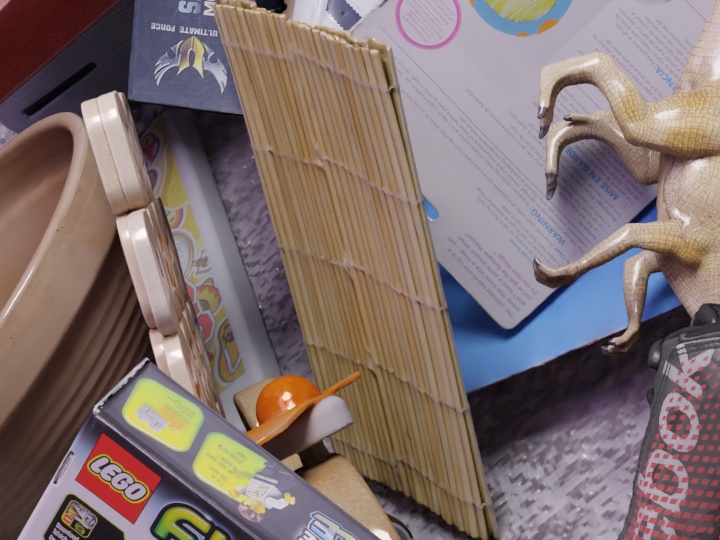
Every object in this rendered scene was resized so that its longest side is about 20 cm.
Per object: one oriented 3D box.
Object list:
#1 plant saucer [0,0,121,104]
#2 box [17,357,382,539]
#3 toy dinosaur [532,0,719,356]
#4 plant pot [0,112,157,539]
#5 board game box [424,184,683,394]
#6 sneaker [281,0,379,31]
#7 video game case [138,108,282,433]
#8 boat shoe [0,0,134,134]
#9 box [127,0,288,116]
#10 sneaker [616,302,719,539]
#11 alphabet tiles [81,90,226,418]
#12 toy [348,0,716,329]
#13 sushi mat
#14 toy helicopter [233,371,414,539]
[{"bbox_3d":[-0.108,-0.151,1.056,0.199,0.037,0.200,-35,20,36],"label":"plant saucer"},{"bbox_3d":[-0.017,0.130,0.760,0.110,0.200,0.035,-56,-7,36],"label":"box"},{"bbox_3d":[0.109,-0.042,0.808,0.101,0.058,0.201,2,86,7],"label":"toy dinosaur"},{"bbox_3d":[-0.140,0.044,0.980,0.201,0.093,0.201,-42,23,23],"label":"plant pot"},{"bbox_3d":[0.082,-0.030,0.903,0.200,0.039,0.159,-25,49,35],"label":"board game box"},{"bbox_3d":[0.030,-0.095,0.911,0.108,0.070,0.201,8,98,12],"label":"sneaker"},{"bbox_3d":[-0.120,0.050,1.065,0.182,0.023,0.200,-40,41,17],"label":"video game case"},{"bbox_3d":[-0.099,-0.128,1.133,0.200,0.072,0.062,-25,42,33],"label":"boat shoe"},{"bbox_3d":[-0.035,-0.151,0.955,0.051,0.200,0.158,7,103,12],"label":"box"},{"bbox_3d":[0.115,0.067,0.738,0.201,0.071,0.098,-59,35,40],"label":"sneaker"},{"bbox_3d":[-0.063,0.035,0.867,0.015,0.201,0.196,-17,5,-2],"label":"alphabet tiles"},{"bbox_3d":[0.085,-0.089,0.848,0.200,0.115,0.047,-43,1,22],"label":"toy"},{"bbox_3d":[0.000,0.000,0.862,0.012,0.201,0.096,-29,32,-26],"label":"sushi mat"},{"bbox_3d":[-0.014,0.081,0.860,0.079,0.133,0.200,-30,25,-6],"label":"toy helicopter"}]
